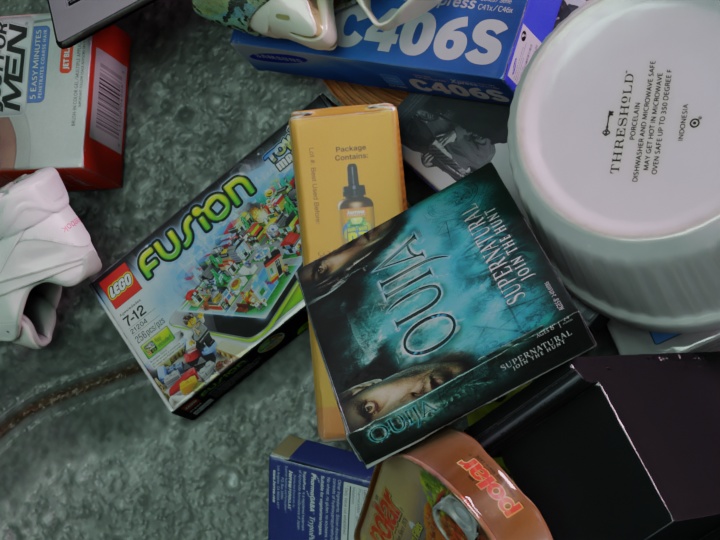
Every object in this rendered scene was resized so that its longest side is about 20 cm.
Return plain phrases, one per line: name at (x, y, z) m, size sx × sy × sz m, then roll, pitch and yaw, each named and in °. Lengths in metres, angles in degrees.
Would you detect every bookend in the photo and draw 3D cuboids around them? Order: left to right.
bookend at (0.176, 0.151, 1.125) m, size 0.092 × 0.199 × 0.200 m, roll -39°, pitch 68°, yaw 29°

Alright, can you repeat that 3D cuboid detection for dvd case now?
dvd case at (0.123, -0.078, 1.259) m, size 0.150 × 0.025 × 0.200 m, roll -47°, pitch 60°, yaw 2°

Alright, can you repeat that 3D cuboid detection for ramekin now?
ramekin at (0.175, -0.072, 1.166) m, size 0.202 × 0.094 × 0.203 m, roll -8°, pitch 67°, yaw 20°

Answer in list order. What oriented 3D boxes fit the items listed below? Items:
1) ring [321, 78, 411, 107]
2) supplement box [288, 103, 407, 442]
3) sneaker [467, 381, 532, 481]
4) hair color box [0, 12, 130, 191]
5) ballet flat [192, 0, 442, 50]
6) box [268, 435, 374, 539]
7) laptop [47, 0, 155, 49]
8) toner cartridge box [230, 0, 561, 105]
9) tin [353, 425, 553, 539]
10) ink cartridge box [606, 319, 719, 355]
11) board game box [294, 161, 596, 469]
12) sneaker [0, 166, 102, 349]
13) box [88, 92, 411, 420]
ring at (0.058, -0.179, 1.344) m, size 0.200 × 0.019 × 0.201 m, roll -4°, pitch 77°, yaw 19°
supplement box at (0.000, 0.000, 1.266) m, size 0.066 × 0.069 × 0.200 m, roll -4°, pitch 95°, yaw 5°
sneaker at (0.095, 0.077, 1.241) m, size 0.074 × 0.084 × 0.200 m, roll -15°, pitch 93°, yaw 34°
hair color box at (-0.261, -0.111, 1.416) m, size 0.200 × 0.064 × 0.111 m, roll -2°, pitch 78°, yaw 20°
ballet flat at (-0.010, -0.171, 1.257) m, size 0.200 × 0.074 × 0.074 m, roll -19°, pitch 72°, yaw 21°
box at (0.040, 0.178, 1.233) m, size 0.200 × 0.032 × 0.121 m, roll 14°, pitch 117°, yaw 22°
laptop at (-0.149, -0.266, 1.366) m, size 0.187 × 0.116 × 0.200 m, roll -29°, pitch 28°, yaw 2°
toner cartridge box at (0.023, -0.164, 1.302) m, size 0.200 × 0.043 × 0.095 m, roll 10°, pitch 74°, yaw 30°
tin at (0.049, 0.153, 1.122) m, size 0.042 × 0.200 × 0.112 m, roll -39°, pitch 73°, yaw -25°
ink cartridge box at (0.221, -0.051, 1.246) m, size 0.200 × 0.045 × 0.176 m, roll -26°, pitch 71°, yaw 13°
board game box at (0.040, 0.019, 1.135) m, size 0.135 × 0.028 × 0.200 m, roll -29°, pitch 26°, yaw 3°
sneaker at (-0.251, 0.020, 1.368) m, size 0.200 × 0.078 × 0.099 m, roll -33°, pitch 94°, yaw 32°
box at (-0.067, -0.008, 1.340) m, size 0.200 × 0.035 × 0.110 m, roll -39°, pitch 69°, yaw 7°
